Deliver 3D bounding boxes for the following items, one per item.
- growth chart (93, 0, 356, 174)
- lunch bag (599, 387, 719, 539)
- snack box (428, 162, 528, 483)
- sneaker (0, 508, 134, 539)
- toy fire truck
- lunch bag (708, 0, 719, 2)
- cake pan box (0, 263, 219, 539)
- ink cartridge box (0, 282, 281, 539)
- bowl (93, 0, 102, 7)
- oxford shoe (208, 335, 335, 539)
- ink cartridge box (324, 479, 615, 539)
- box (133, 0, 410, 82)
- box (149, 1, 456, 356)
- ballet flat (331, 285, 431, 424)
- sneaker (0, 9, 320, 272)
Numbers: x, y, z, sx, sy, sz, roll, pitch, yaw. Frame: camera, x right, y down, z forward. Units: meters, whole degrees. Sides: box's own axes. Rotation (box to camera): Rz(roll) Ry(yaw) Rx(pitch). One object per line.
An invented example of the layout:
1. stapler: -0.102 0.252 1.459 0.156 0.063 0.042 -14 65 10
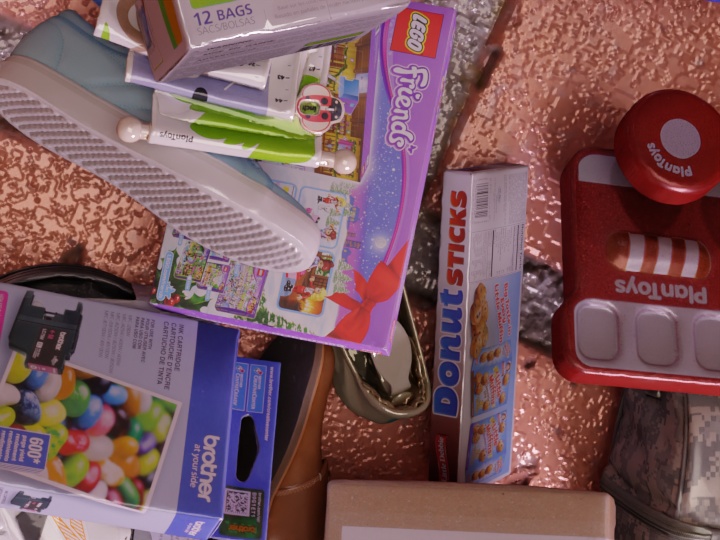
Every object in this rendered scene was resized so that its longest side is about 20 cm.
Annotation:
1. growth chart: -0.070 -0.152 0.812 0.145 0.018 0.200 2 87 -16
2. lunch bag: 0.257 0.126 0.987 0.200 0.139 0.168 4 99 -14
3. snack box: 0.072 0.036 0.968 0.024 0.072 0.200 8 101 31
4. sneaker: -0.154 0.181 0.892 0.080 0.074 0.200 -22 105 -9
5. toy fire truck: 0.208 -0.003 0.934 0.200 0.112 0.168 7 69 -13
6. lunch bag: 0.200 -0.256 0.912 0.170 0.127 0.200 6 89 -14
7. cake pan box: -0.181 0.098 0.933 0.184 0.052 0.200 1 100 -15
8. ink cartridge box: -0.139 0.077 0.863 0.200 0.042 0.119 13 58 -16
9. bowl: -0.075 -0.217 0.844 0.201 0.039 0.201 -2 99 -13
10. oxford shoe: -0.045 0.128 0.967 0.071 0.071 0.200 7 105 -32
11. ink cartridge box: 0.060 0.222 0.894 0.165 0.075 0.200 0 77 10
12. box: -0.064 -0.204 0.754 0.112 0.101 0.200 -14 92 -16
13. box: -0.031 -0.062 0.898 0.137 0.039 0.200 11 83 5
14. ballet flat: 0.000 0.000 0.946 0.069 0.069 0.200 -19 103 -8
15. sneaker: -0.097 -0.078 0.851 0.200 0.074 0.082 33 66 -1
